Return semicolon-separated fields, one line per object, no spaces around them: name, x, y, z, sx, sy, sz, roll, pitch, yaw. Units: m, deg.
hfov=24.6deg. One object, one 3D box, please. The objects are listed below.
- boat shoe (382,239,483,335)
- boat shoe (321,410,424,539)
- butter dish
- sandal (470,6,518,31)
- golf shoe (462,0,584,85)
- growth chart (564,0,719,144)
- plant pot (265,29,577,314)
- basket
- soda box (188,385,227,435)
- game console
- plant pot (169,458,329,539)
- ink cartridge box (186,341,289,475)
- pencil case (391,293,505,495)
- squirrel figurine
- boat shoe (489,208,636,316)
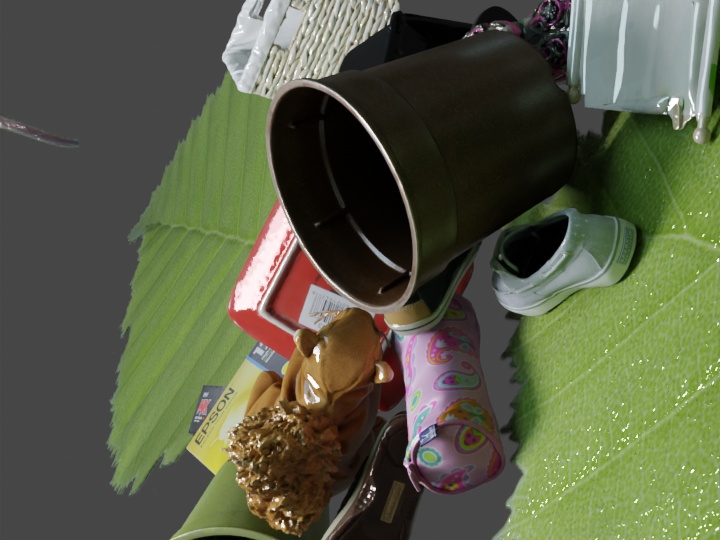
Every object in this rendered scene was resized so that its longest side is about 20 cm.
boat shoe;0.060;-0.025;1.464;0.074;0.062;0.200;-10;32;28
boat shoe;0.015;0.221;1.491;0.203;0.074;0.075;-62;4;6
butter dish;0.000;0.000;1.633;0.200;0.199;0.148;-61;-4;23
sandal;0.135;-0.155;1.526;0.045;0.075;0.201;143;136;-58
golf shoe;0.180;-0.199;1.421;0.199;0.092;0.073;-6;90;48
growth chart;0.215;-0.184;1.274;0.200;0.018;0.146;26;109;60
plant pot;0.058;-0.096;1.361;0.200;0.198;0.201;38;143;37
basket;-0.067;-0.320;2.168;0.199;0.160;0.200;-65;19;14
soda box;-0.153;0.183;2.037;0.200;0.063;0.071;-11;60;71
game console;0.045;-0.151;1.702;0.117;0.175;0.201;86;-165;-67
plant pot;-0.105;0.276;1.623;0.201;0.199;0.190;-60;8;29
ink cartridge box;-0.114;0.140;1.861;0.198;0.047;0.200;-57;31;-5
pencil case;0.070;0.102;1.408;0.088;0.087;0.201;-59;20;30
squirrel figurine;-0.037;0.133;1.494;0.200;0.141;0.187;-60;-1;-40
boat shoe;0.145;-0.014;1.330;0.201;0.071;0.070;-25;47;66
